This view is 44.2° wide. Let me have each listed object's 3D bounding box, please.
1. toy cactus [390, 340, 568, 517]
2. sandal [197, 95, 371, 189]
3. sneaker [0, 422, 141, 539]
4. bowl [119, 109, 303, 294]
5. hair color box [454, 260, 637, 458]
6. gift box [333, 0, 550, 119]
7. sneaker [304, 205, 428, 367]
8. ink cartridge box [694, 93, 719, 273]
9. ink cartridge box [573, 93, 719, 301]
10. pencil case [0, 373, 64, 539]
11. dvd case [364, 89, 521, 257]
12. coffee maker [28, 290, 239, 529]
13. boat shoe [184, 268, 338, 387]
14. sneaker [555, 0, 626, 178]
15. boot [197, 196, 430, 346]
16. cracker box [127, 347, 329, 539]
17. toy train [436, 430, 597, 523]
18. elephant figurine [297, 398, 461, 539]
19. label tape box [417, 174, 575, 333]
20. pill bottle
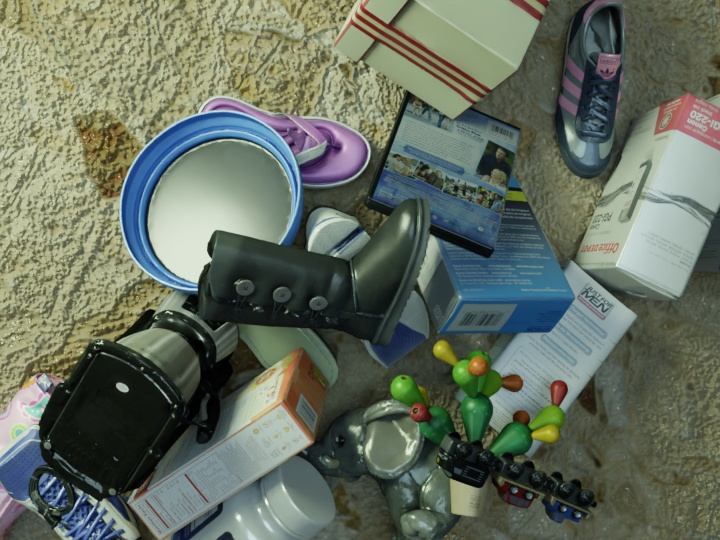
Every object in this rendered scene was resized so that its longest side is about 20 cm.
[{"bbox_3d":[0.124,0.164,0.898,0.198,0.102,0.167,14,76,-28],"label":"toy cactus"},{"bbox_3d":[-0.087,-0.142,0.990,0.200,0.050,0.084,12,89,-3],"label":"sandal"},{"bbox_3d":[-0.276,0.246,0.897,0.080,0.115,0.200,-42,126,-12],"label":"sneaker"},{"bbox_3d":[-0.154,-0.070,0.934,0.198,0.039,0.203,-4,71,10],"label":"bowl"},{"bbox_3d":[0.208,0.098,1.005,0.099,0.061,0.201,38,88,-3],"label":"hair color box"},{"bbox_3d":[0.086,-0.303,0.936,0.185,0.184,0.202,28,68,-13],"label":"gift box"},{"bbox_3d":[0.000,0.000,0.975,0.080,0.115,0.200,-32,122,2],"label":"sneaker"},{"bbox_3d":[0.440,-0.097,0.983,0.083,0.145,0.203,4,89,-6],"label":"ink cartridge box"},{"bbox_3d":[0.324,-0.075,0.973,0.084,0.146,0.202,23,87,-5],"label":"ink cartridge box"},{"bbox_3d":[-0.367,0.206,0.947,0.087,0.087,0.201,38,87,-3],"label":"pencil case"},{"bbox_3d":[0.094,-0.114,0.960,0.141,0.018,0.201,22,50,-2],"label":"dvd case"},{"bbox_3d":[-0.224,0.122,0.884,0.191,0.200,0.136,-31,96,16],"label":"coffee maker"},{"bbox_3d":[-0.104,0.055,0.979,0.200,0.061,0.072,36,111,-3],"label":"boat shoe"},{"bbox_3d":[0.263,-0.208,1.002,0.069,0.082,0.203,0,89,-5],"label":"sneaker"},{"bbox_3d":[-0.047,-0.012,0.847,0.197,0.066,0.166,13,116,-12],"label":"boot"},{"bbox_3d":[-0.131,0.175,0.912,0.199,0.134,0.058,-34,102,14],"label":"cracker box"},{"bbox_3d":[0.154,0.208,0.865,0.198,0.034,0.046,25,94,-25],"label":"toy train"},{"bbox_3d":[0.027,0.196,0.958,0.201,0.142,0.155,51,46,7],"label":"elephant figurine"},{"bbox_3d":[0.126,-0.028,0.965,0.141,0.066,0.201,1,48,-24],"label":"label tape box"},{"bbox_3d":[-0.123,0.282,0.921,0.200,0.111,0.111,-41,92,19],"label":"pill bottle"}]
